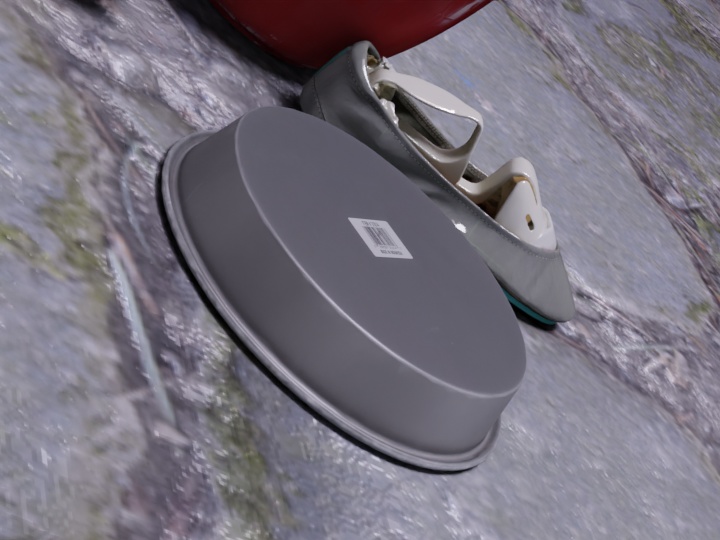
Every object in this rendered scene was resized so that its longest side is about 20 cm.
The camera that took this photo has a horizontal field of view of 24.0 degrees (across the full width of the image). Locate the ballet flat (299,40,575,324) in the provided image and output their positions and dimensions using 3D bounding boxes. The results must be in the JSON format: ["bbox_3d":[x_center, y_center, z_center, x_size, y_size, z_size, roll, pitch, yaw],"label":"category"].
[{"bbox_3d":[0.057,-0.047,0.903,0.200,0.064,0.067,38,24,-17],"label":"ballet flat"}]

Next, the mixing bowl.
[{"bbox_3d":[-0.027,-0.184,0.934,0.200,0.108,0.200,38,22,-18],"label":"mixing bowl"}]

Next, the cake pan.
[{"bbox_3d":[0.000,0.000,0.762,0.200,0.037,0.200,36,24,-19],"label":"cake pan"}]
